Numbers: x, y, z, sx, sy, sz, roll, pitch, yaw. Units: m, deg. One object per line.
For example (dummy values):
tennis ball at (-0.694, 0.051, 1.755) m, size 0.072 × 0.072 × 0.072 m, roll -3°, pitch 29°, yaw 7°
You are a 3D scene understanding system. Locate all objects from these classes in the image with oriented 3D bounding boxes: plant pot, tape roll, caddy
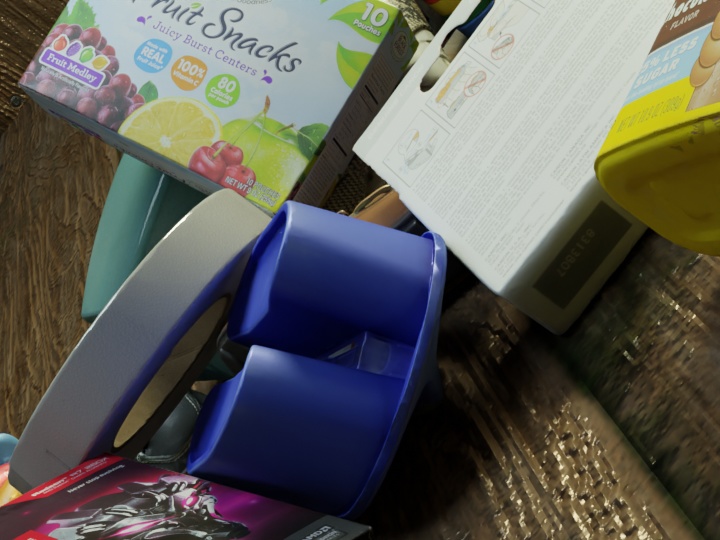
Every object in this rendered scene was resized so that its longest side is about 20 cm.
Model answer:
plant pot at (-0.088, -0.037, 1.293) m, size 0.200 × 0.141 × 0.141 m, roll -63°, pitch 19°, yaw -14°
tape roll at (-0.115, 0.046, 1.082) m, size 0.203 × 0.037 × 0.203 m, roll -53°, pitch -5°, yaw -7°
caddy at (-0.012, 0.049, 0.970) m, size 0.200 × 0.105 × 0.142 m, roll 138°, pitch 151°, yaw -74°

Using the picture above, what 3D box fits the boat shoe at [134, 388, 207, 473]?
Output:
boat shoe at (-0.129, 0.101, 1.250) m, size 0.071 × 0.064 × 0.200 m, roll -58°, pitch 18°, yaw -14°

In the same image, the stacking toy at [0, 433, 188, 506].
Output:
stacking toy at (-0.153, 0.153, 1.192) m, size 0.200 × 0.116 × 0.110 m, roll -18°, pitch 32°, yaw 41°

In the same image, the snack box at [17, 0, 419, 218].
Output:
snack box at (-0.085, -0.123, 1.194) m, size 0.142 × 0.200 × 0.053 m, roll -59°, pitch -25°, yaw -10°

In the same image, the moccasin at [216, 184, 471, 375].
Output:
moccasin at (-0.001, -0.001, 1.095) m, size 0.201 × 0.074 × 0.078 m, roll -43°, pitch 16°, yaw 33°

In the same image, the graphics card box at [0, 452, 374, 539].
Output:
graphics card box at (-0.100, 0.142, 0.907) m, size 0.125 × 0.051 × 0.200 m, roll -25°, pitch 24°, yaw -39°

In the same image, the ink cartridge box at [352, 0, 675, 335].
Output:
ink cartridge box at (0.092, -0.078, 0.976) m, size 0.163 × 0.057 × 0.200 m, roll -53°, pitch 26°, yaw 6°

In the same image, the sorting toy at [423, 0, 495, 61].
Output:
sorting toy at (0.118, -0.216, 1.205) m, size 0.199 × 0.070 × 0.200 m, roll -57°, pitch 17°, yaw -10°

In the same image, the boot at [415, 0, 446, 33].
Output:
boot at (0.039, -0.219, 1.312) m, size 0.096 × 0.073 × 0.200 m, roll -63°, pitch -23°, yaw -9°

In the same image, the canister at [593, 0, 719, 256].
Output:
canister at (0.186, -0.111, 0.796) m, size 0.200 × 0.086 × 0.148 m, roll -62°, pitch 18°, yaw -20°

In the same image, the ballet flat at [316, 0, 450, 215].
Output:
ballet flat at (0.024, -0.083, 1.203) m, size 0.075 × 0.068 × 0.200 m, roll 4°, pitch 66°, yaw 32°
